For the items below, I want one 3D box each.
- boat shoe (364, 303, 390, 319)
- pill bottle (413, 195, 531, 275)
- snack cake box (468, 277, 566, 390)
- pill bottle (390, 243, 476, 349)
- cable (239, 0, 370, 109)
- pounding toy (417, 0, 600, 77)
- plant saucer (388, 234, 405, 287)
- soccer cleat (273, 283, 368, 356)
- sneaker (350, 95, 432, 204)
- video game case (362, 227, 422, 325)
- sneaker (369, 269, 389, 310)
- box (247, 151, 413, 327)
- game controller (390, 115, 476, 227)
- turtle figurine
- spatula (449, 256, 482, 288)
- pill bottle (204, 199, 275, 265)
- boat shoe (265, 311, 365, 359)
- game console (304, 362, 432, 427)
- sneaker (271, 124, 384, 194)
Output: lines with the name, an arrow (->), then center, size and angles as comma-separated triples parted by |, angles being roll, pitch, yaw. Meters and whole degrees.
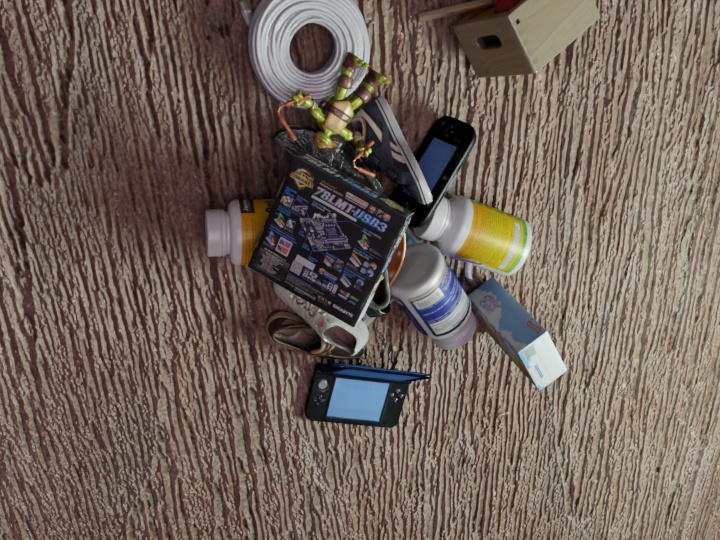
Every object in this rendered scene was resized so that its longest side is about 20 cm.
boat shoe -> 0.000, 0.000, 1.298 | 0.069, 0.056, 0.201 | -54, 131, -41
pill bottle -> 0.201, -0.070, 1.333 | 0.198, 0.111, 0.112 | 18, 104, -20
snack cake box -> 0.288, 0.114, 1.368 | 0.067, 0.200, 0.115 | -36, 124, 0
pill bottle -> 0.134, 0.053, 1.342 | 0.115, 0.116, 0.200 | -37, 131, 0
cable -> -0.080, -0.360, 1.174 | 0.198, 0.069, 0.202 | -14, 112, -10
pounding toy -> 0.235, -0.413, 1.195 | 0.184, 0.200, 0.143 | -41, 115, -14
plant saucer -> -0.017, -0.033, 1.223 | 0.198, 0.032, 0.203 | -10, 112, -25
soccer cleat -> -0.072, 0.075, 1.304 | 0.199, 0.078, 0.069 | 34, 122, -3
sneaker -> 0.050, -0.190, 1.241 | 0.079, 0.078, 0.201 | -27, 78, 4
video game case -> 0.013, -0.014, 1.353 | 0.200, 0.022, 0.182 | -43, 114, 2
sneaker -> 0.006, -0.027, 1.174 | 0.073, 0.079, 0.202 | -26, 116, -15
box -> -0.049, -0.047, 1.119 | 0.199, 0.050, 0.200 | 28, 110, 7
game controller -> 0.124, -0.171, 1.275 | 0.042, 0.104, 0.201 | 27, 96, -35
turtle figurine -> -0.024, -0.250, 1.167 | 0.199, 0.064, 0.162 | 31, 99, -26
spatula -> 0.198, 0.004, 1.342 | 0.056, 0.200, 0.021 | 13, 75, 17
pill bottle -> -0.160, -0.066, 1.239 | 0.198, 0.109, 0.110 | -2, 110, -15
boat shoe -> -0.077, 0.132, 1.353 | 0.198, 0.072, 0.073 | 21, 104, -22
game console -> 0.011, 0.239, 1.392 | 0.198, 0.118, 0.172 | 9, 107, -17
sneaker -> -0.052, -0.182, 1.256 | 0.104, 0.060, 0.200 | -37, 115, 7
